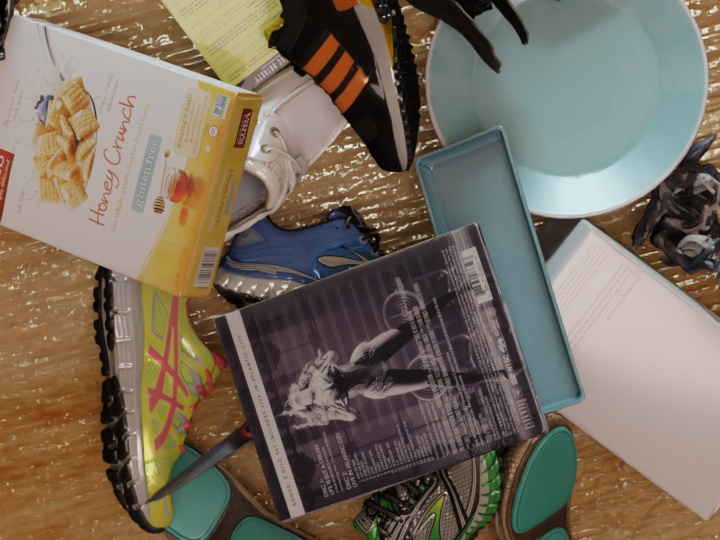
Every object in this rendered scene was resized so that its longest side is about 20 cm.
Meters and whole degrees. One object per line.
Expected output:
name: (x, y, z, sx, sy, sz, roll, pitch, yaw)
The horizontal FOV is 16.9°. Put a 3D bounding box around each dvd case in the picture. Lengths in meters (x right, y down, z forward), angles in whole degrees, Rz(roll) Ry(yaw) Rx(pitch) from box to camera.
dvd case: (0.013, 0.071, 1.646, 0.199, 0.016, 0.149, -20, 85, 15)

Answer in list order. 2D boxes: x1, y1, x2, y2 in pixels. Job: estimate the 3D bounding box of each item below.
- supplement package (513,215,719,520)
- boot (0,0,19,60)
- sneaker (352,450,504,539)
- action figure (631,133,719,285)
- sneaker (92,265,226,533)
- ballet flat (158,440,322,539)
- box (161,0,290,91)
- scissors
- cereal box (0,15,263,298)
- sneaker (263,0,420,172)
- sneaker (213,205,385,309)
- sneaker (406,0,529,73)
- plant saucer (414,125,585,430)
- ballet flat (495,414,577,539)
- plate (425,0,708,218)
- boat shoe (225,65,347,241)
supplement package: (0.195, 0.063, 1.726, 0.200, 0.121, 0.120, 36, 96, -11)
boot: (-0.250, -0.245, 1.590, 0.069, 0.174, 0.201, -11, 103, -3)
sneaker: (0.045, 0.165, 1.696, 0.085, 0.078, 0.201, 0, 122, -23)
action figure: (0.273, -0.025, 1.722, 0.200, 0.102, 0.119, 44, 60, -15)
sneaker: (-0.136, 0.084, 1.706, 0.090, 0.078, 0.201, -1, 85, -19)
ballet flat: (-0.097, 0.188, 1.746, 0.200, 0.063, 0.069, 36, 76, 10)
box: (-0.117, -0.218, 1.673, 0.075, 0.050, 0.200, -38, 103, 3)
scissors: (-0.071, 0.103, 1.699, 0.199, 0.014, 0.073, -21, 61, -14)
cereal box: (-0.172, -0.079, 1.646, 0.199, 0.039, 0.145, 20, 100, 28)
sneaker: (-0.017, -0.152, 1.651, 0.090, 0.070, 0.201, -6, 128, 14)
sneaker: (0.000, 0.000, 1.703, 0.199, 0.079, 0.090, 15, 79, 7)
sneaker: (0.031, -0.226, 1.674, 0.200, 0.104, 0.060, 40, 80, 25)
plant saucer: (0.096, 0.005, 1.653, 0.070, 0.019, 0.201, -20, 74, 18)
ballet flat: (0.118, 0.168, 1.734, 0.070, 0.065, 0.201, -27, 137, -25)
plate: (0.145, -0.133, 1.704, 0.199, 0.026, 0.201, -1, 80, 4)
boat shoe: (-0.071, -0.069, 1.684, 0.200, 0.069, 0.071, -43, 119, -6)
